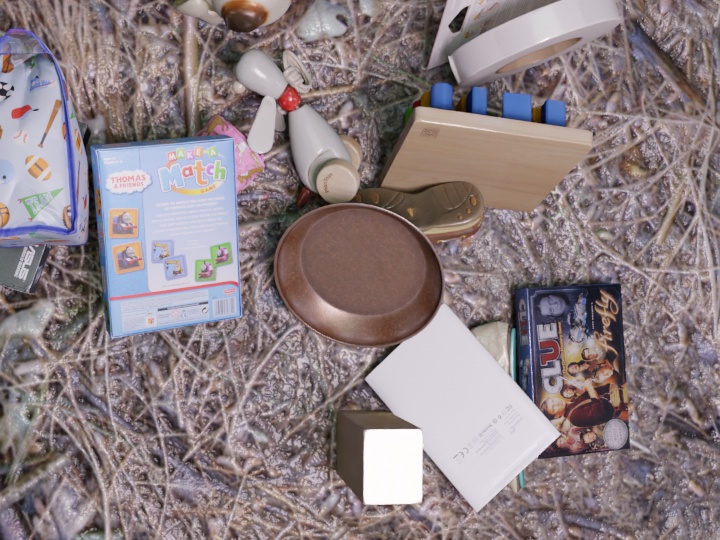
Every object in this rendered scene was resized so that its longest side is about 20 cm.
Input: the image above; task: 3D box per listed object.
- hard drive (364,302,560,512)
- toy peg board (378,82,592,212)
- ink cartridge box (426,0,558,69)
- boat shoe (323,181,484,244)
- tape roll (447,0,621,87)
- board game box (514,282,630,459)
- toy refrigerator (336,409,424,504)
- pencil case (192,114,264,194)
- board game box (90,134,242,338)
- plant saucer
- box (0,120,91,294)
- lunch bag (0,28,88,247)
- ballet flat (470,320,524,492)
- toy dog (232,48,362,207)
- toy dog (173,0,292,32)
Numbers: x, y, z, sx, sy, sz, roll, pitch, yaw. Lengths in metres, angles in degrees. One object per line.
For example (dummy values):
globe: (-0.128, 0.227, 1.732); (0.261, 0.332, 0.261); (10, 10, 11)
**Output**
hard drive: (0.117, 0.158, 1.175); (0.132, 0.025, 0.200); (-43, 77, 5)
toy peg board: (0.136, -0.158, 1.155); (0.196, 0.199, 0.100); (6, 71, -9)
ink cartridge box: (0.161, -0.319, 1.152); (0.174, 0.200, 0.045); (-19, 76, -10)
boat shoe: (0.048, -0.053, 1.188); (0.196, 0.068, 0.073); (-5, 60, 7)
tape roll: (0.198, -0.263, 1.158); (0.200, 0.203, 0.038); (-21, 92, -9)
board game box: (0.257, 0.120, 1.225); (0.133, 0.035, 0.204); (-3, 88, -20)
toy refrigerator: (0.020, 0.201, 1.111); (0.069, 0.200, 0.077); (1, 87, -9)
pencil case: (-0.197, -0.083, 1.146); (0.083, 0.087, 0.200); (41, 83, 13)
board game box: (-0.206, -0.039, 1.088); (0.149, 0.037, 0.204); (-8, 109, -25)
plant saucer: (0.000, 0.000, 1.154); (0.197, 0.037, 0.203); (5, 127, 7)
box: (-0.411, -0.093, 1.130); (0.158, 0.044, 0.203); (20, 84, -8)
lunch bag: (-0.343, -0.130, 1.036); (0.122, 0.170, 0.204); (-1, 89, -14)
ballet flat: (0.161, 0.163, 1.213); (0.061, 0.067, 0.204); (-4, 82, 11)
toy dog: (-0.081, -0.150, 1.161); (0.096, 0.132, 0.201); (-36, 87, 21)
toy dog: (-0.159, -0.351, 1.112); (0.199, 0.194, 0.140); (36, 71, 0)
